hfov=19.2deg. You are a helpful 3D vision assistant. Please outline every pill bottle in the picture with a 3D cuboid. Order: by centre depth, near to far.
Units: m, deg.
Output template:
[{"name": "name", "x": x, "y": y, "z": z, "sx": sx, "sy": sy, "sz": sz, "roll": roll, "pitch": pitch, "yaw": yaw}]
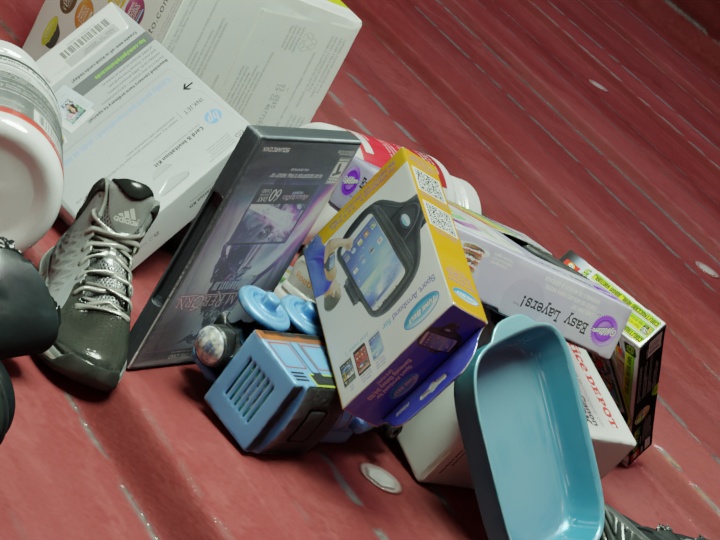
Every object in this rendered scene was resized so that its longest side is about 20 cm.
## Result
[{"name": "pill bottle", "x": -0.280, "y": -0.096, "z": 1.589, "sx": 0.115, "sy": 0.116, "sz": 0.200, "roll": 25, "pitch": 18, "yaw": -18}, {"name": "pill bottle", "x": 0.017, "y": -0.064, "z": 1.989, "sx": 0.199, "sy": 0.113, "sz": 0.112, "roll": 13, "pitch": 25, "yaw": -43}]

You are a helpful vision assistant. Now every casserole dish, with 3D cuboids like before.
[{"name": "casserole dish", "x": 0.122, "y": 0.133, "z": 1.581, "sx": 0.039, "sy": 0.202, "sz": 0.121, "roll": -7, "pitch": 9, "yaw": 43}]

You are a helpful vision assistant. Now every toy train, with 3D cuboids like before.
[{"name": "toy train", "x": -0.039, "y": 0.079, "z": 1.575, "sx": 0.199, "sy": 0.087, "sz": 0.114, "roll": 10, "pitch": 36, "yaw": -54}]

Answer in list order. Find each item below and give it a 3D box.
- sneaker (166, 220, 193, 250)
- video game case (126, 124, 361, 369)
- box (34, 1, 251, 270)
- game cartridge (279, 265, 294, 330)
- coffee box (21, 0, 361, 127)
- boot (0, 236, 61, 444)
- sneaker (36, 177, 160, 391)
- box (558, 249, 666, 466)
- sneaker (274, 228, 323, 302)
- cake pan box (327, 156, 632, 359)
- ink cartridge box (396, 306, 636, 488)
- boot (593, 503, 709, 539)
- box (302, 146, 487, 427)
[{"name": "sneaker", "x": -0.167, "y": -0.064, "z": 1.768, "sx": 0.199, "sy": 0.099, "sz": 0.071, "roll": 10, "pitch": 27, "yaw": 12}, {"name": "video game case", "x": -0.087, "y": -0.017, "z": 1.548, "sx": 0.019, "sy": 0.201, "sz": 0.143, "roll": 38, "pitch": 19, "yaw": 23}, {"name": "box", "x": -0.196, "y": -0.109, "z": 1.707, "sx": 0.200, "sy": 0.156, "sz": 0.041, "roll": 41, "pitch": -16, "yaw": 32}, {"name": "game cartridge", "x": -0.028, "y": 0.047, "z": 1.750, "sx": 0.199, "sy": 0.041, "sz": 0.134, "roll": 17, "pitch": 26, "yaw": -37}, {"name": "coffee box", "x": -0.159, "y": -0.216, "z": 1.965, "sx": 0.199, "sy": 0.201, "sz": 0.198, "roll": 13, "pitch": 24, "yaw": -42}, {"name": "boot", "x": -0.244, "y": 0.040, "z": 1.345, "sx": 0.199, "sy": 0.077, "sz": 0.168, "roll": 34, "pitch": 21, "yaw": 28}, {"name": "sneaker", "x": -0.184, "y": -0.006, "z": 1.503, "sx": 0.075, "sy": 0.116, "sz": 0.200, "roll": 23, "pitch": 19, "yaw": -22}, {"name": "box", "x": 0.208, "y": 0.079, "z": 1.840, "sx": 0.110, "sy": 0.035, "sz": 0.201, "roll": 39, "pitch": -24, "yaw": 26}, {"name": "sneaker", "x": 0.000, "y": 0.000, "z": 1.738, "sx": 0.073, "sy": 0.080, "sz": 0.200, "roll": 33, "pitch": 16, "yaw": 13}, {"name": "cake pan box", "x": 0.095, "y": -0.010, "z": 1.669, "sx": 0.199, "sy": 0.053, "sz": 0.184, "roll": 24, "pitch": 10, "yaw": -30}, {"name": "ink cartridge box", "x": 0.109, "y": 0.098, "z": 1.704, "sx": 0.199, "sy": 0.084, "sz": 0.145, "roll": 13, "pitch": 41, "yaw": -45}, {"name": "boot", "x": 0.270, "y": 0.255, "z": 1.646, "sx": 0.199, "sy": 0.066, "sz": 0.165, "roll": 24, "pitch": 20, "yaw": -35}, {"name": "box", "x": 0.023, "y": 0.017, "z": 1.528, "sx": 0.041, "sy": 0.119, "sz": 0.201, "roll": 30, "pitch": 28, "yaw": -31}]
